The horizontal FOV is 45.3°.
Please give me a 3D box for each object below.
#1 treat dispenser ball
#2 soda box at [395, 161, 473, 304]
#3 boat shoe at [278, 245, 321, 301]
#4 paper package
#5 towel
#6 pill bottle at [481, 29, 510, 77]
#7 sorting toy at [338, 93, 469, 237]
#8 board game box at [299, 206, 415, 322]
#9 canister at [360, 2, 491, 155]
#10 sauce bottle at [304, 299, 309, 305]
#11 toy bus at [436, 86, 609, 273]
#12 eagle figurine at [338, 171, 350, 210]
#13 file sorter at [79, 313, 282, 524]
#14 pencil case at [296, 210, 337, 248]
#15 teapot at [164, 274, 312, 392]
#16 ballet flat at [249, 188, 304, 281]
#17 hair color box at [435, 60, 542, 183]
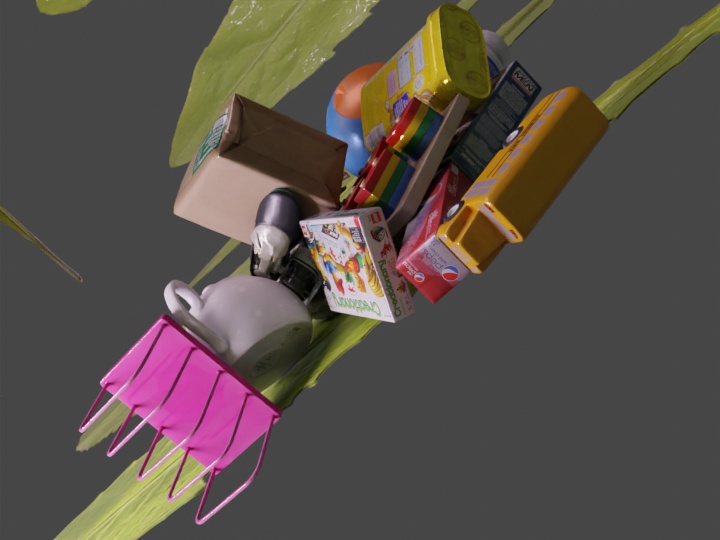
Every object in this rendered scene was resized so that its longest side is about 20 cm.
[{"bbox_3d":[0.040,-0.250,1.469,0.201,0.201,0.201,-44,13,13],"label":"treat dispenser ball"},{"bbox_3d":[0.096,-0.049,1.006,0.070,0.063,0.201,-41,14,26],"label":"soda box"},{"bbox_3d":[-0.098,0.013,1.299,0.071,0.072,0.200,-53,-3,-10],"label":"boat shoe"},{"bbox_3d":[-0.140,-0.123,1.203,0.200,0.188,0.105,-34,41,55],"label":"paper package"},{"bbox_3d":[0.000,0.000,1.242,0.199,0.036,0.149,-27,26,57],"label":"towel"},{"bbox_3d":[0.164,-0.290,1.375,0.201,0.112,0.112,-55,15,-30],"label":"pill bottle"},{"bbox_3d":[0.039,-0.124,1.133,0.201,0.069,0.200,-63,8,-30],"label":"sorting toy"},{"bbox_3d":[-0.008,-0.009,1.050,0.034,0.128,0.199,-23,10,-21],"label":"board game box"},{"bbox_3d":[0.086,-0.258,1.230,0.199,0.085,0.151,-34,52,48],"label":"canister"},{"bbox_3d":[-0.145,-0.010,1.492,0.065,0.064,0.201,-44,44,14],"label":"sauce bottle"},{"bbox_3d":[0.167,-0.092,0.893,0.201,0.065,0.078,-51,15,-13],"label":"toy bus"},{"bbox_3d":[-0.056,-0.087,1.546,0.153,0.148,0.202,89,168,-51],"label":"eagle figurine"},{"bbox_3d":[-0.222,0.189,1.062,0.139,0.200,0.126,-42,17,23],"label":"file sorter"},{"bbox_3d":[-0.075,-0.072,1.363,0.083,0.087,0.200,-24,17,-13],"label":"pencil case"},{"bbox_3d":[-0.173,0.076,1.190,0.196,0.146,0.201,-29,-25,-32],"label":"teapot"},{"bbox_3d":[-0.120,-0.034,1.177,0.073,0.073,0.200,-54,-3,-28],"label":"ballet flat"},{"bbox_3d":[0.163,-0.189,1.197,0.201,0.060,0.100,-55,14,-27],"label":"hair color box"}]
